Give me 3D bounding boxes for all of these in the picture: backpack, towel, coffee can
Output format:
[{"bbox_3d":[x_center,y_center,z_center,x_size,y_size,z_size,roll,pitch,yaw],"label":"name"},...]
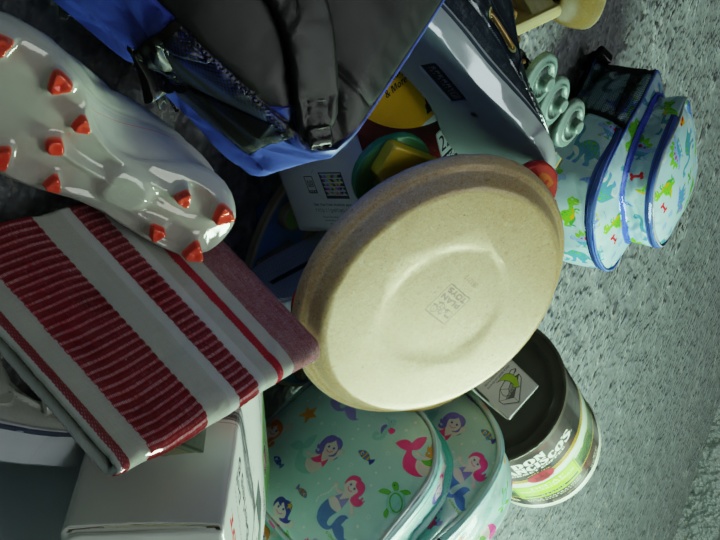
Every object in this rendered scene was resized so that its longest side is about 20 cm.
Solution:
[{"bbox_3d":[-0.079,-0.160,0.545,0.200,0.167,0.163,41,65,-24],"label":"backpack"},{"bbox_3d":[-0.115,0.022,0.587,0.023,0.144,0.200,-49,170,25],"label":"towel"},{"bbox_3d":[0.277,-0.103,1.214,0.201,0.146,0.184,-54,145,-24],"label":"backpack"},{"bbox_3d":[0.161,0.151,1.152,0.147,0.145,0.200,-65,151,-13],"label":"coffee can"},{"bbox_3d":[0.011,0.158,0.835,0.199,0.177,0.151,-39,144,-16],"label":"backpack"}]

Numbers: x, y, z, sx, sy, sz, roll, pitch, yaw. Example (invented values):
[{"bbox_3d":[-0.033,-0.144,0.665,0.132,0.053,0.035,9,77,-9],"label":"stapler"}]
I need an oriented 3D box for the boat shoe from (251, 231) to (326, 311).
[{"bbox_3d":[0.000,0.000,0.788,0.199,0.072,0.063,-25,135,-29],"label":"boat shoe"}]

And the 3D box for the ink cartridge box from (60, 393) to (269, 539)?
[{"bbox_3d":[-0.103,0.130,0.648,0.201,0.083,0.147,-90,179,-57],"label":"ink cartridge box"}]

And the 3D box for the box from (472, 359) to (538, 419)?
[{"bbox_3d":[0.076,0.059,0.899,0.035,0.110,0.200,-46,-178,-1],"label":"box"}]

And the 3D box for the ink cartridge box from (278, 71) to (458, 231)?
[{"bbox_3d":[0.016,-0.152,0.751,0.200,0.083,0.177,-46,127,-39],"label":"ink cartridge box"}]

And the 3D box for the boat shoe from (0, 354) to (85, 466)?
[{"bbox_3d":[-0.203,0.043,0.545,0.201,0.074,0.087,29,71,-54],"label":"boat shoe"}]

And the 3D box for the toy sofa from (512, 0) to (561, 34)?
[{"bbox_3d":[0.081,-0.276,0.834,0.082,0.097,0.202,-27,126,-20],"label":"toy sofa"}]

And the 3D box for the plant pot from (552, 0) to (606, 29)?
[{"bbox_3d":[0.142,-0.286,0.875,0.027,0.201,0.201,-17,132,-6],"label":"plant pot"}]

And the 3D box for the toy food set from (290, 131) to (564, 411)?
[{"bbox_3d":[0.047,0.008,0.710,0.199,0.049,0.199,18,114,-37],"label":"toy food set"}]

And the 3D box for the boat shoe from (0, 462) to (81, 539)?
[{"bbox_3d":[-0.206,0.173,0.612,0.068,0.071,0.201,-54,-168,54],"label":"boat shoe"}]

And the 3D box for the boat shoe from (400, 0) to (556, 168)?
[{"bbox_3d":[0.079,-0.141,0.706,0.200,0.070,0.092,44,62,-42],"label":"boat shoe"}]

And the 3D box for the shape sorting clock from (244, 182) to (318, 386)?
[{"bbox_3d":[-0.017,-0.005,0.839,0.199,0.039,0.202,-29,132,-37],"label":"shape sorting clock"}]

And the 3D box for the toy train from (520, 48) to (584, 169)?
[{"bbox_3d":[0.125,-0.128,0.960,0.115,0.085,0.200,-58,153,1],"label":"toy train"}]

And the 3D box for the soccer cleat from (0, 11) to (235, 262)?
[{"bbox_3d":[-0.146,-0.071,0.584,0.069,0.078,0.200,-45,132,9],"label":"soccer cleat"}]
